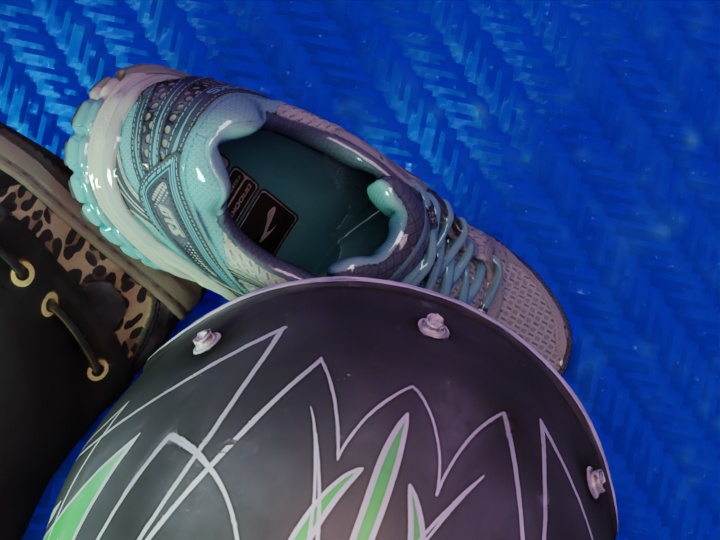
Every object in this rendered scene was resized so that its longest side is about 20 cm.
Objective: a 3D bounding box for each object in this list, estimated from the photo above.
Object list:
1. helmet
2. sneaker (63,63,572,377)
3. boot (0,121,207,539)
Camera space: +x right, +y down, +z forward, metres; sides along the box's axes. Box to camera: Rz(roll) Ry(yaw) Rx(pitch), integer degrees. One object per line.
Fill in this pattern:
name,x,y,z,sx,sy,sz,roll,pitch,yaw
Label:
helmet,-0.011,0.105,0.898,0.199,0.191,0.201,0,84,-4
sneaker,0.000,0.000,0.942,0.200,0.086,0.078,27,78,-32
boot,-0.156,0.018,0.939,0.200,0.073,0.151,33,84,-40
